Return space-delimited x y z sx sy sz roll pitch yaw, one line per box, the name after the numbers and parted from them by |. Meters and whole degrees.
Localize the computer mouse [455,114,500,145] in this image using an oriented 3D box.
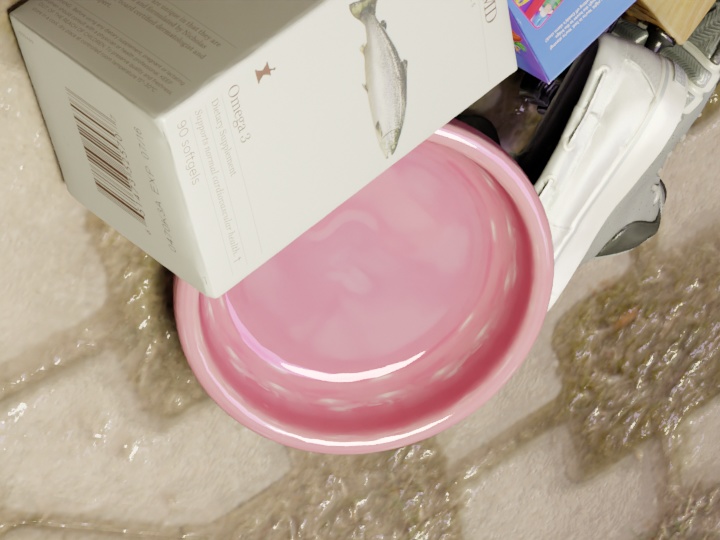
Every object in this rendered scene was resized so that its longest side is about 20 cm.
0.045 0.016 1.377 0.201 0.046 0.140 -57 143 4 | computer mouse

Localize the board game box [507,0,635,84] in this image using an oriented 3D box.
0.126 -0.211 1.200 0.200 0.045 0.135 -43 132 -10 | board game box

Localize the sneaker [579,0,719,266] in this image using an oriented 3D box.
0.167 -0.081 1.428 0.200 0.075 0.115 -50 151 11 | sneaker

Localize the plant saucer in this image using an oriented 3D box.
0.000 0.000 1.250 0.199 0.051 0.202 -5 121 -9 | plant saucer

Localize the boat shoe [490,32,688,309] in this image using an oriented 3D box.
0.096 -0.040 1.297 0.068 0.072 0.200 28 117 -18 | boat shoe

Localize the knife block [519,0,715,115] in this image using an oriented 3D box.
0.169 -0.172 1.352 0.199 0.064 0.177 -24 135 -37 | knife block

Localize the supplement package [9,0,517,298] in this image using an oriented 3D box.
-0.041 -0.106 1.117 0.200 0.117 0.117 -38 140 -22 | supplement package
